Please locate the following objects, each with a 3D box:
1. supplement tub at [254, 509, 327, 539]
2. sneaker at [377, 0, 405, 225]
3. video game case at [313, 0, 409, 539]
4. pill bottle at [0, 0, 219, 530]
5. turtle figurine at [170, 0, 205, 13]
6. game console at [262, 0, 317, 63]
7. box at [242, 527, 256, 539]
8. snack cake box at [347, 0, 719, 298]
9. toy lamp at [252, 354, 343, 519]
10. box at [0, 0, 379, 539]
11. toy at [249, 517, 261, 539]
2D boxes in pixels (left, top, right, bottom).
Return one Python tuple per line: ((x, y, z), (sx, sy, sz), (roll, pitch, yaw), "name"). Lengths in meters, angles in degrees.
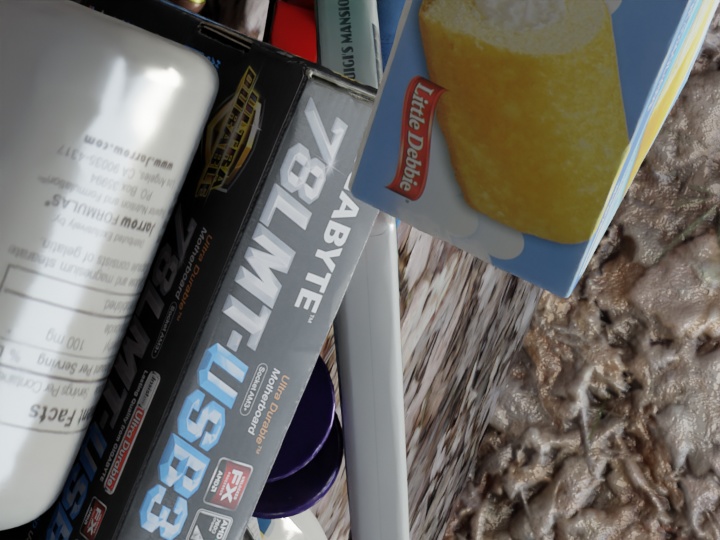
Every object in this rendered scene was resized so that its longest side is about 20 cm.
((-0.110, 0.179, 1.025), (0.145, 0.144, 0.201), (99, 17, -51), "supplement tub")
((0.024, -0.063, 0.966), (0.066, 0.078, 0.201), (-75, 178, -46), "sneaker")
((0.000, 0.000, 0.849), (0.183, 0.023, 0.201), (-95, -179, -48), "video game case")
((-0.126, 0.014, 0.684), (0.114, 0.114, 0.201), (2, 111, -79), "pill bottle")
((-0.035, -0.171, 0.905), (0.161, 0.064, 0.201), (-45, 155, -65), "turtle figurine")
((-0.033, -0.038, 1.007), (0.200, 0.031, 0.178), (69, 35, -83), "game console")
((-0.140, 0.148, 0.792), (0.200, 0.142, 0.036), (-54, 128, -37), "box")
((0.068, -0.108, 0.588), (0.115, 0.067, 0.201), (-55, 167, -48), "snack cake box")
((-0.034, 0.058, 0.861), (0.200, 0.058, 0.059), (80, 33, -81), "toy lamp")
((-0.082, 0.013, 0.767), (0.198, 0.049, 0.201), (27, -83, 56), "box")
((-0.085, 0.049, 0.943), (0.115, 0.047, 0.202), (-38, 118, -77), "toy")
